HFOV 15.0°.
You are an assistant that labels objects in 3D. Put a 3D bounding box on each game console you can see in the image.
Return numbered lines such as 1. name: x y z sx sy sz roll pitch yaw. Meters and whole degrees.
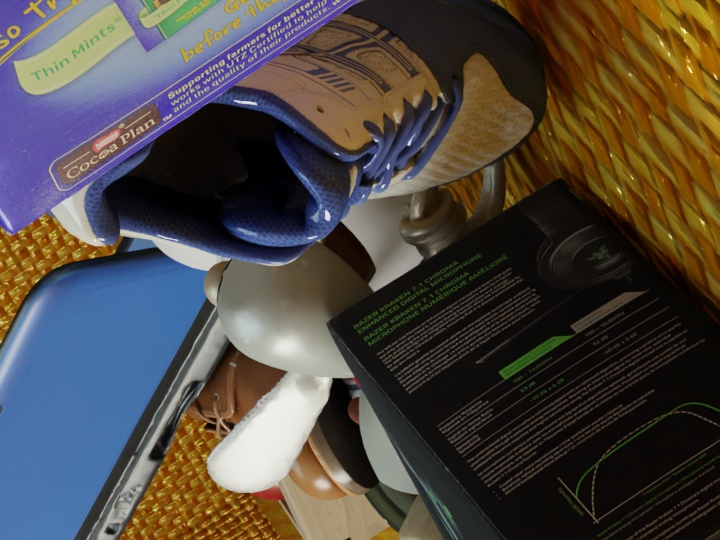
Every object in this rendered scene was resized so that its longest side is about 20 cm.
1. game console: -0.131 0.034 1.176 0.118 0.200 0.171 15 -146 -26

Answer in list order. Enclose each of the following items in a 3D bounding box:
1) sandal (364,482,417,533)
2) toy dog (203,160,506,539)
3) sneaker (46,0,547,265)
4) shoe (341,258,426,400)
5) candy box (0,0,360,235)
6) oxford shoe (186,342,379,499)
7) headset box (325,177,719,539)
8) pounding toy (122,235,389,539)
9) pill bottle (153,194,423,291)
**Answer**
1. sandal: 0.069 0.130 1.251 0.080 0.057 0.201 31 -169 -48
2. toy dog: 0.002 0.033 0.956 0.096 0.132 0.200 13 144 38
3. sneaker: -0.018 -0.033 0.748 0.088 0.200 0.075 48 129 38
4. shoe: 0.000 0.000 1.145 0.091 0.071 0.200 54 178 -9
5. candy box: -0.054 -0.127 0.601 0.077 0.169 0.200 50 169 30
6. oxford shoe: -0.039 0.055 1.184 0.071 0.071 0.200 56 -179 -24
7. headset box: 0.089 0.091 0.836 0.174 0.093 0.200 62 172 -32
8. pounding toy: -0.056 0.039 1.413 0.200 0.142 0.184 53 171 33
9. pill bottle: -0.056 -0.074 1.058 0.200 0.112 0.113 55 172 28
